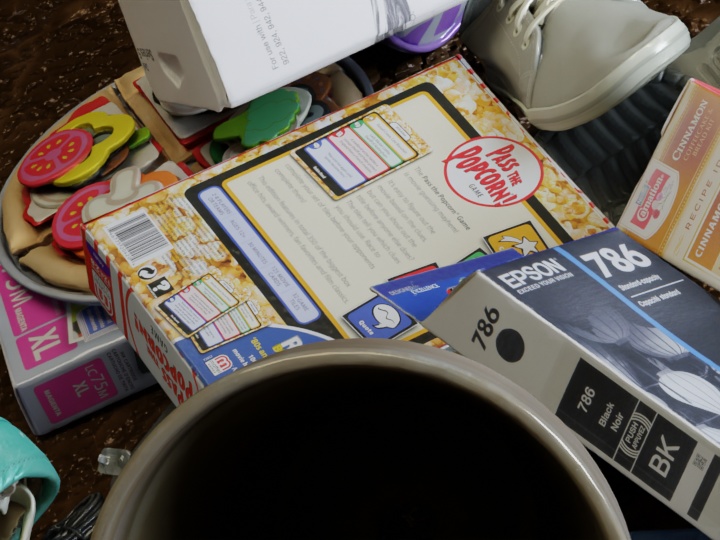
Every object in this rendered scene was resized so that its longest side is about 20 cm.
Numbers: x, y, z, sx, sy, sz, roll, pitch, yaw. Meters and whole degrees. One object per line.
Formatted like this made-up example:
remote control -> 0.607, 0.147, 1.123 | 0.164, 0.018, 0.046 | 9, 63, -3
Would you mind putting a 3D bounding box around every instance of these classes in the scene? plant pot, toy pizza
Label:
plant pot -> 0.008, 0.115, 1.119 | 0.199, 0.201, 0.174 | -16, 5, 8
toy pizza -> -0.089, -0.057, 1.437 | 0.199, 0.032, 0.201 | -15, 36, 11

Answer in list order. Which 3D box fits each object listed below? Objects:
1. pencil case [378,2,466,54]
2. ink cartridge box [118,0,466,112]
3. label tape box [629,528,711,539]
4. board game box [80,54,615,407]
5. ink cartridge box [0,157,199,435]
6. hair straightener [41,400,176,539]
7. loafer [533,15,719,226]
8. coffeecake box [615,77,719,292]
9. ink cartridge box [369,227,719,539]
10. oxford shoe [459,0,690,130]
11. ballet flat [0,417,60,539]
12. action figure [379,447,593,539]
pencil case -> -0.024, -0.177, 1.559 | 0.200, 0.084, 0.086 | 24, 92, 40
ink cartridge box -> -0.007, -0.153, 1.392 | 0.199, 0.084, 0.145 | -25, 11, -13
label tape box -> 0.189, 0.162, 1.093 | 0.199, 0.063, 0.145 | -5, 41, 21
board game box -> 0.000, 0.000, 1.308 | 0.199, 0.046, 0.152 | -25, 51, -19
ink cartridge box -> -0.082, -0.007, 1.433 | 0.199, 0.042, 0.119 | -22, 39, -3
hair straightener -> -0.113, 0.104, 1.290 | 0.041, 0.077, 0.200 | 30, 61, 33
loafer -> 0.162, -0.067, 1.371 | 0.200, 0.070, 0.075 | -33, 58, 7
coffeecake box -> 0.224, 0.011, 1.170 | 0.200, 0.153, 0.073 | 33, 99, 45
ink cartridge box -> 0.108, 0.036, 1.119 | 0.200, 0.039, 0.099 | 35, 30, 27
oxford shoe -> 0.091, -0.107, 1.354 | 0.075, 0.058, 0.200 | -33, 15, -7
ballet flat -> -0.183, 0.142, 1.197 | 0.070, 0.067, 0.200 | 23, 60, 16
action figure -> 0.042, 0.080, 1.243 | 0.199, 0.118, 0.055 | -27, 51, 7
